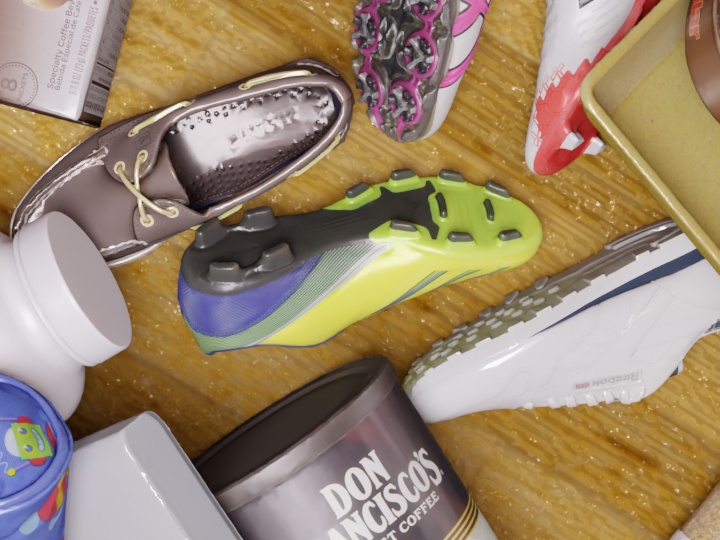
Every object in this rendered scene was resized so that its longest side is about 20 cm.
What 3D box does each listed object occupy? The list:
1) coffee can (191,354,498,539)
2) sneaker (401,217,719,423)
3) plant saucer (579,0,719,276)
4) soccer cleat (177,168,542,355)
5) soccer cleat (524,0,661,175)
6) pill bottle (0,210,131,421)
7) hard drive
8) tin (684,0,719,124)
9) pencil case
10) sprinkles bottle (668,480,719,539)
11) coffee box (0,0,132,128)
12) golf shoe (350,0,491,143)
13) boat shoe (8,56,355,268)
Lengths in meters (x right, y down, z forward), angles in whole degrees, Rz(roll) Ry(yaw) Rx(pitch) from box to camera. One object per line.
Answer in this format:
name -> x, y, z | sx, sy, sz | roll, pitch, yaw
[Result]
coffee can -> 0.005, 0.166, 0.867 | 0.146, 0.146, 0.200 | -33, 97, -1
sneaker -> 0.118, 0.043, 0.904 | 0.199, 0.076, 0.081 | -25, 102, -2
plant saucer -> 0.223, -0.072, 0.887 | 0.200, 0.048, 0.200 | -44, 98, -25
soccer cleat -> -0.001, -0.001, 0.904 | 0.199, 0.065, 0.084 | -10, 135, -13
soccer cleat -> 0.124, -0.149, 0.895 | 0.085, 0.069, 0.201 | 30, 107, 25
pill bottle -> -0.218, 0.051, 0.841 | 0.199, 0.112, 0.113 | -28, 96, 9
hard drive -> -0.123, 0.148, 0.840 | 0.026, 0.200, 0.132 | -38, 98, -38
tin -> 0.255, -0.101, 0.861 | 0.199, 0.042, 0.112 | 20, 75, -19
pencil case -> -0.184, 0.132, 0.798 | 0.086, 0.078, 0.200 | 1, 138, -12
sprinkles bottle -> 0.168, 0.201, 0.922 | 0.068, 0.068, 0.200 | 39, 90, -7
coffee box -> -0.166, -0.184, 0.854 | 0.114, 0.080, 0.201 | 16, 92, -2
golf shoe -> 0.053, -0.163, 0.879 | 0.092, 0.073, 0.201 | -7, 117, -40
boat shoe -> -0.095, -0.053, 0.883 | 0.199, 0.060, 0.072 | -24, 96, -2
